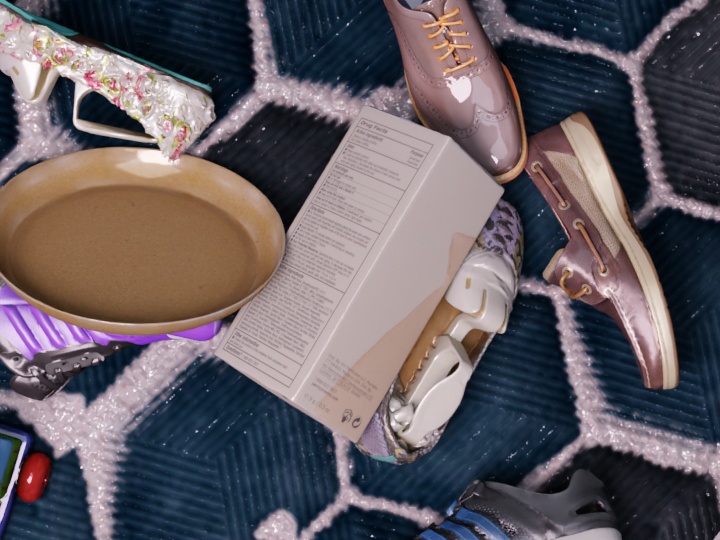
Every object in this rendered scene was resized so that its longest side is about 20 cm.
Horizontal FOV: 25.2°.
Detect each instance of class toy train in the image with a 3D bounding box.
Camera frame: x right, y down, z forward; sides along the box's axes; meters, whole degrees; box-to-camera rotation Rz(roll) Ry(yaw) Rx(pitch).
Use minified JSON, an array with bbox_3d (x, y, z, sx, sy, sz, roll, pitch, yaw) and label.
[{"bbox_3d":[-0.275,0.196,1.048,0.084,0.116,0.202,17,83,1],"label":"toy train"}]

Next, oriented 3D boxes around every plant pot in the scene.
[{"bbox_3d":[-0.149,-0.017,1.062,0.197,0.201,0.028,8,127,0],"label":"plant pot"}]

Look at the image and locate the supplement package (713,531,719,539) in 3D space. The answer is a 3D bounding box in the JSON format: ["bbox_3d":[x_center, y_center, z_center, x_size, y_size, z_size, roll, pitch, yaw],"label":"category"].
[{"bbox_3d":[0.289,0.285,1.001,0.200,0.151,0.152,42,84,-21],"label":"supplement package"}]

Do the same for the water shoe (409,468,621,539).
[{"bbox_3d":[0.076,0.187,1.093,0.197,0.072,0.080,-8,56,-1],"label":"water shoe"}]

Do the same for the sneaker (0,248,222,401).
[{"bbox_3d":[-0.195,0.042,1.097,0.198,0.070,0.101,11,91,3],"label":"sneaker"}]

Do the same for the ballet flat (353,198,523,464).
[{"bbox_3d":[0.066,0.046,1.095,0.072,0.072,0.202,30,85,2],"label":"ballet flat"}]

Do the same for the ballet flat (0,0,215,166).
[{"bbox_3d":[-0.196,-0.134,1.110,0.198,0.076,0.065,25,91,4],"label":"ballet flat"}]

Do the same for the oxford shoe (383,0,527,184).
[{"bbox_3d":[0.056,-0.153,1.108,0.071,0.073,0.202,-26,79,4],"label":"oxford shoe"}]

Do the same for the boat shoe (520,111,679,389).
[{"bbox_3d":[0.160,-0.006,1.108,0.071,0.072,0.202,-21,81,5],"label":"boat shoe"}]

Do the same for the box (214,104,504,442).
[{"bbox_3d":[0.000,0.000,1.077,0.095,0.078,0.201,27,82,45],"label":"box"}]
